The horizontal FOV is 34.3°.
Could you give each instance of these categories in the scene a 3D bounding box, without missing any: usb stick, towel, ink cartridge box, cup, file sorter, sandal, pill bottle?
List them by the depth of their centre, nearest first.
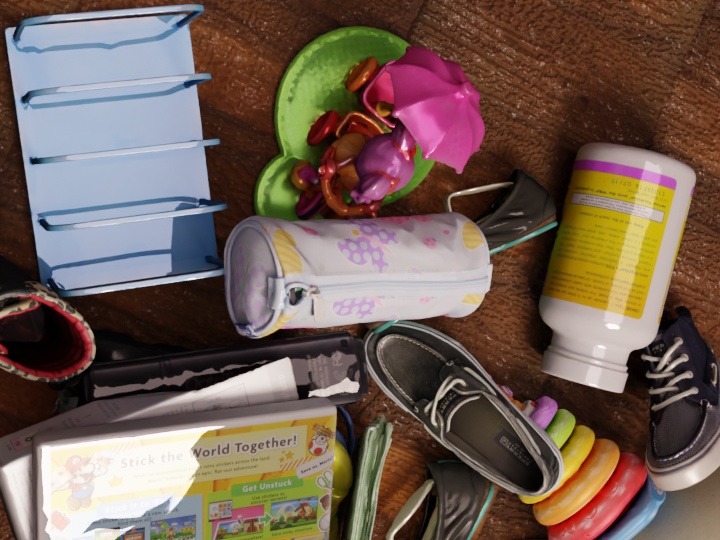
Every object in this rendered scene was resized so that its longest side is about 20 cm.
[{"bbox_3d":[-0.131,0.156,0.790,0.199,0.057,0.163,-22,114,-26],"label":"ink cartridge box"},{"bbox_3d":[-0.093,0.079,0.811,0.199,0.033,0.056,-7,95,-15],"label":"usb stick"},{"bbox_3d":[-0.174,-0.086,0.852,0.138,0.123,0.201,-8,98,-17],"label":"file sorter"},{"bbox_3d":[0.000,0.193,0.884,0.023,0.200,0.153,10,78,0],"label":"towel"},{"bbox_3d":[-0.044,0.170,0.910,0.079,0.087,0.200,15,133,-7],"label":"sandal"},{"bbox_3d":[0.214,-0.002,1.000,0.104,0.104,0.201,15,90,-19],"label":"pill bottle"},{"bbox_3d":[0.312,0.258,1.028,0.143,0.200,0.201,-16,101,12],"label":"cup"}]

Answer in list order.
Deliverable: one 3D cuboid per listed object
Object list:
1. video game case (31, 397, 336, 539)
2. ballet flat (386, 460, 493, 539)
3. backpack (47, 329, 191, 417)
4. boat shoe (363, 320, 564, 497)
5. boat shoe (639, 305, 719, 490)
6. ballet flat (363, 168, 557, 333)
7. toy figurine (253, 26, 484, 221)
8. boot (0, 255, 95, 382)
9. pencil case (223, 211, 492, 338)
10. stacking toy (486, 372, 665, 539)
[{"bbox_3d":[-0.113,0.181,0.767,0.199,0.023,0.183,-4,107,-26],"label":"video game case"},{"bbox_3d":[0.045,0.253,0.983,0.068,0.068,0.201,24,77,-11],"label":"ballet flat"},{"bbox_3d":[-0.161,0.155,0.876,0.166,0.127,0.201,13,91,-8],"label":"backpack"},{"bbox_3d":[0.083,0.107,0.945,0.200,0.071,0.072,36,94,12],"label":"boat shoe"},{"bbox_3d":[0.267,0.104,1.002,0.075,0.200,0.093,-27,99,25],"label":"boat shoe"},{"bbox_3d":[0.073,-0.023,0.975,0.200,0.068,0.069,-31,94,-20],"label":"ballet flat"},{"bbox_3d":[0.013,-0.098,0.882,0.150,0.184,0.200,39,83,-17],"label":"toy figurine"},{"bbox_3d":[-0.280,0.004,0.784,0.203,0.154,0.074,35,79,-33],"label":"boot"},{"bbox_3d":[0.000,0.000,0.842,0.199,0.091,0.083,-4,92,-37],"label":"pencil case"},{"bbox_3d":[0.156,0.153,1.005,0.200,0.116,0.110,45,106,1],"label":"stacking toy"}]
